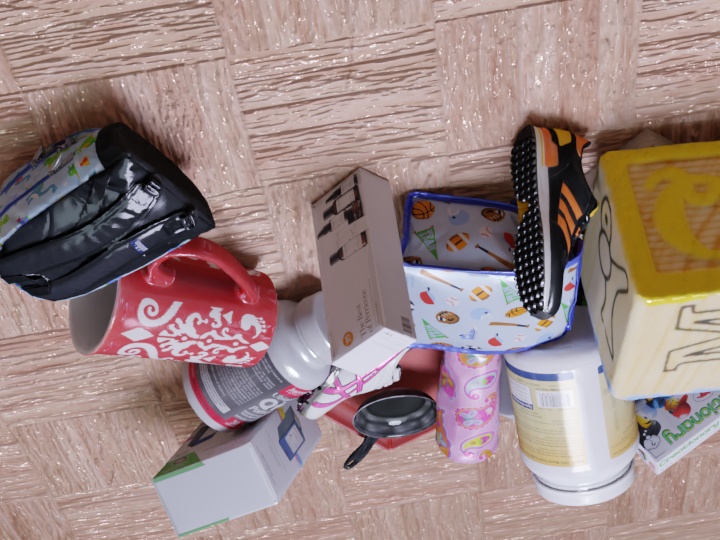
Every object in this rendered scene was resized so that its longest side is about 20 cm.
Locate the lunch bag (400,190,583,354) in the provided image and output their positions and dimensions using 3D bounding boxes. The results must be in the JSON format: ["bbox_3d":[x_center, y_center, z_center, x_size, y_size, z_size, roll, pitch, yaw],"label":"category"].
[{"bbox_3d":[0.141,0.007,1.646,0.198,0.125,0.171,7,147,7],"label":"lunch bag"}]

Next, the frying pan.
[{"bbox_3d":[0.041,0.201,1.927,0.114,0.031,0.191,-2,148,-9],"label":"frying pan"}]

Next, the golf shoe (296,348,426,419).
[{"bbox_3d":[0.001,0.122,1.793,0.092,0.073,0.200,35,121,-16],"label":"golf shoe"}]

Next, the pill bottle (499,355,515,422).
[{"bbox_3d":[0.263,0.168,1.918,0.199,0.115,0.114,24,134,-37],"label":"pill bottle"}]

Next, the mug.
[{"bbox_3d":[-0.189,0.039,1.613,0.199,0.135,0.177,12,171,-32],"label":"mug"}]

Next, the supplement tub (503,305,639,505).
[{"bbox_3d":[0.250,0.158,1.755,0.143,0.145,0.202,-10,112,3],"label":"supplement tub"}]

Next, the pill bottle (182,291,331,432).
[{"bbox_3d":[-0.104,0.102,1.750,0.199,0.112,0.110,-30,140,28],"label":"pill bottle"}]

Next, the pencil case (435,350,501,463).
[{"bbox_3d":[0.134,0.138,1.817,0.086,0.088,0.202,-4,125,-6],"label":"pencil case"}]

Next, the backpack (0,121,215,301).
[{"bbox_3d":[-0.275,-0.053,1.485,0.200,0.154,0.163,-41,140,8],"label":"backpack"}]

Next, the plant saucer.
[{"bbox_3d":[0.055,0.149,1.916,0.199,0.037,0.200,-28,140,26],"label":"plant saucer"}]

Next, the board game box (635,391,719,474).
[{"bbox_3d":[0.402,0.144,1.837,0.199,0.126,0.035,-35,146,-9],"label":"board game box"}]

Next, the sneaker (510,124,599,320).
[{"bbox_3d":[0.208,-0.050,1.533,0.089,0.202,0.070,2,168,-19],"label":"sneaker"}]

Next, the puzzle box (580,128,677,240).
[{"bbox_3d":[0.291,-0.072,1.662,0.132,0.026,0.200,21,136,-34],"label":"puzzle box"}]

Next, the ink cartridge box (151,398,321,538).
[{"bbox_3d":[-0.149,0.231,1.847,0.144,0.200,0.088,-22,99,21],"label":"ink cartridge box"}]

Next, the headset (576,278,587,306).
[{"bbox_3d":[0.356,0.034,1.807,0.198,0.095,0.124,18,144,-9],"label":"headset"}]

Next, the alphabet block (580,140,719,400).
[{"bbox_3d":[0.351,0.000,1.588,0.194,0.197,0.201,-7,146,-5],"label":"alphabet block"}]

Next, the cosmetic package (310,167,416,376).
[{"bbox_3d":[0.000,0.000,1.548,0.050,0.201,0.082,21,135,-37],"label":"cosmetic package"}]
